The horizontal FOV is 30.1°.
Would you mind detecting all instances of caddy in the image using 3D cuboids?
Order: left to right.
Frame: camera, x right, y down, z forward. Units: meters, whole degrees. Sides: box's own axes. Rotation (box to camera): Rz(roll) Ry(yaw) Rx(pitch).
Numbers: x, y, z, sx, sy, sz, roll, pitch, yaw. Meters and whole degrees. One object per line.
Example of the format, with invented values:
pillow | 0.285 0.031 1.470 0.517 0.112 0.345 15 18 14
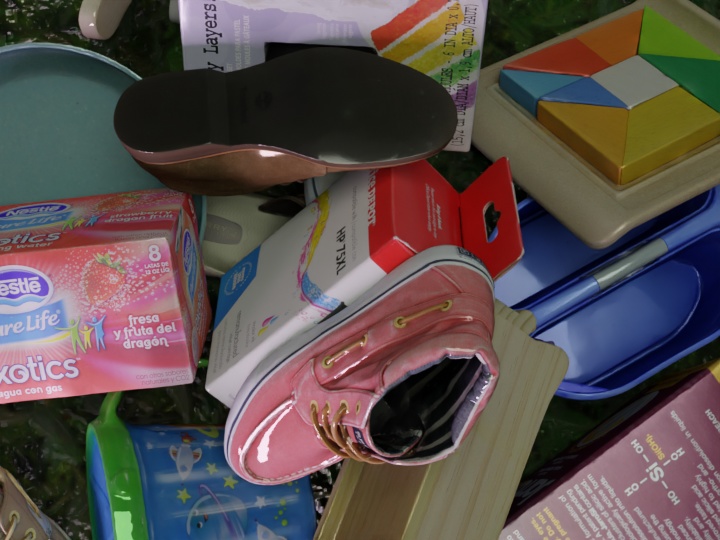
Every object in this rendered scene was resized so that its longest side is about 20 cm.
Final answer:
caddy | 0.168 0.003 0.902 0.199 0.105 0.142 -29 85 -10

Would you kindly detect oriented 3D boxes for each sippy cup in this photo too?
sippy cup | -0.099 0.154 0.842 0.129 0.140 0.179 -5 124 -18

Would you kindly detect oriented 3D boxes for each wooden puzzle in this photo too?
wooden puzzle | 0.182 -0.115 0.897 0.199 0.037 0.185 -29 49 -17

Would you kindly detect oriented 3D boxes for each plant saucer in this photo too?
plant saucer | -0.196 -0.051 0.868 0.198 0.036 0.202 0 111 1

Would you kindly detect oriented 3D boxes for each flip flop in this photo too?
flip flop | -0.048 -0.022 0.904 0.198 0.058 0.082 13 80 -5

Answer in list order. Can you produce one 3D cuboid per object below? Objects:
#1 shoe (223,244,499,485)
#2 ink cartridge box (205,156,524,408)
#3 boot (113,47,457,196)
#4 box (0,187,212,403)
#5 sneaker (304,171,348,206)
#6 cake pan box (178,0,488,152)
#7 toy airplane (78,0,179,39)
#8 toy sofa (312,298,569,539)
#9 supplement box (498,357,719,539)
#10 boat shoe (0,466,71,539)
shoe | -0.005 0.075 0.731 0.071 0.091 0.200 39 115 -24
ink cartridge box | 0.000 0.000 0.808 0.200 0.117 0.067 -39 117 24
boot | -0.040 -0.082 0.796 0.198 0.076 0.074 -1 66 7
box | -0.199 0.016 0.822 0.198 0.103 0.096 -6 111 4
sneaker | 0.017 -0.116 0.896 0.072 0.071 0.201 23 64 -6
cake pan box | -0.016 -0.159 0.787 0.182 0.201 0.053 6 44 1
toy airplane | -0.133 -0.258 0.863 0.140 0.200 0.201 20 108 -7
toy sofa | 0.041 0.111 0.805 0.097 0.083 0.201 32 68 -25
supplement box | 0.172 0.157 0.869 0.199 0.131 0.104 -35 85 -11
boat shoe | -0.241 0.163 0.848 0.074 0.066 0.200 -43 88 -11
